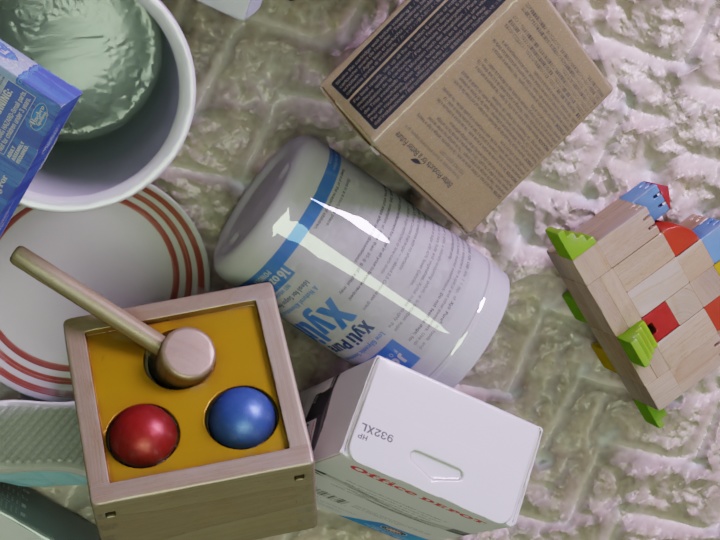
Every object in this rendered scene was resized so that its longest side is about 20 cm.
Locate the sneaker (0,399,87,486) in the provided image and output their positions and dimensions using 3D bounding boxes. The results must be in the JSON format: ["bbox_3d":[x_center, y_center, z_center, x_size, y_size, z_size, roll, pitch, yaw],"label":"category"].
[{"bbox_3d":[-0.231,0.138,1.474,0.200,0.082,0.074,13,72,-31],"label":"sneaker"}]

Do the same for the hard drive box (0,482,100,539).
[{"bbox_3d":[-0.279,0.264,1.489,0.200,0.077,0.156,33,99,-16],"label":"hard drive box"}]

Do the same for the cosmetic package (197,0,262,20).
[{"bbox_3d":[-0.137,-0.283,1.273,0.200,0.052,0.151,25,114,2],"label":"cosmetic package"}]

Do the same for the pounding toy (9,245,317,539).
[{"bbox_3d":[-0.142,0.085,1.346,0.184,0.200,0.142,-10,146,-7],"label":"pounding toy"}]

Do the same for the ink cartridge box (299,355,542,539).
[{"bbox_3d":[0.029,0.143,1.433,0.145,0.200,0.084,24,71,-14],"label":"ink cartridge box"}]

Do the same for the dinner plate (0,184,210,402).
[{"bbox_3d":[-0.217,0.011,1.444,0.200,0.024,0.200,-7,117,-13],"label":"dinner plate"}]

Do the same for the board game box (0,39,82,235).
[{"bbox_3d":[-0.315,-0.086,1.213,0.199,0.043,0.200,33,112,0],"label":"board game box"}]

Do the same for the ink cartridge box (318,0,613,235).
[{"bbox_3d":[0.083,-0.135,1.381,0.165,0.075,0.200,-44,151,5],"label":"ink cartridge box"}]

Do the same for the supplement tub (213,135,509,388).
[{"bbox_3d":[0.000,0.000,1.432,0.200,0.132,0.132,34,98,-15],"label":"supplement tub"}]

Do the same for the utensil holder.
[{"bbox_3d":[-0.207,-0.144,1.325,0.170,0.200,0.170,-2,105,-8],"label":"utensil holder"}]

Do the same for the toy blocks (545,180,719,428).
[{"bbox_3d":[0.248,0.010,1.502,0.137,0.100,0.200,-36,108,-10],"label":"toy blocks"}]
